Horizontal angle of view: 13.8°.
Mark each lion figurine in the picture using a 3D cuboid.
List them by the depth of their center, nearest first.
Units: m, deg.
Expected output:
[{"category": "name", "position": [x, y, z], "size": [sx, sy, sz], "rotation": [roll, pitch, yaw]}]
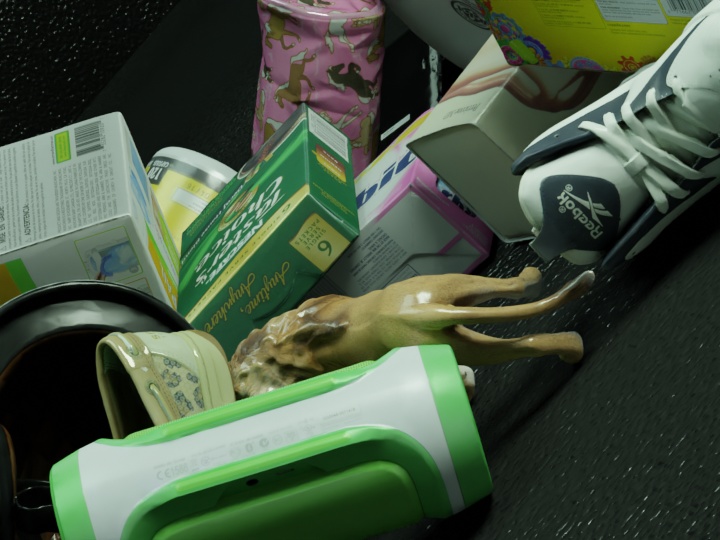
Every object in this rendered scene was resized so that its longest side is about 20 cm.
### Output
[{"category": "lion figurine", "position": [0.020, 0.032, 1.481], "size": [0.200, 0.122, 0.073], "rotation": [-38, 54, 55]}]

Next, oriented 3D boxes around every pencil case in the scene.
[{"category": "pencil case", "position": [-0.032, -0.091, 1.894], "size": [0.083, 0.086, 0.201], "rotation": [-118, 31, -60]}]

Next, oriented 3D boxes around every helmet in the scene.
[{"category": "helmet", "position": [-0.148, 0.114, 1.634], "size": [0.200, 0.200, 0.191], "rotation": [-46, 26, 9]}]

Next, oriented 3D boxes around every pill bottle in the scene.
[{"category": "pill bottle", "position": [-0.141, 0.024, 2.047], "size": [0.201, 0.112, 0.112], "rotation": [-60, 15, -14]}]

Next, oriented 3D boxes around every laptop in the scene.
[{"category": "laptop", "position": [0.038, -0.103, 2.088], "size": [0.177, 0.103, 0.201], "rotation": [-37, 42, 43]}]

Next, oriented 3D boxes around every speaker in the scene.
[{"category": "speaker", "position": [-0.042, 0.098, 1.406], "size": [0.199, 0.089, 0.088], "rotation": [-17, 15, 0]}]

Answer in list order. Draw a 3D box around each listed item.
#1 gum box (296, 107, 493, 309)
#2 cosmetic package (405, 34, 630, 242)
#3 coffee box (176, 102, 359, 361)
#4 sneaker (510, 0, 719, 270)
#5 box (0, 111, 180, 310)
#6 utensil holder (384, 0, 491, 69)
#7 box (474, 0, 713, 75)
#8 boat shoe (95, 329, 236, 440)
[{"category": "gum box", "position": [0.000, 0.000, 1.773], "size": [0.200, 0.066, 0.114], "rotation": [-43, 14, 24]}, {"category": "cosmetic package", "position": [0.128, -0.121, 1.662], "size": [0.200, 0.087, 0.103], "rotation": [-53, 15, -19]}, {"category": "coffee box", "position": [-0.056, -0.021, 1.766], "size": [0.123, 0.044, 0.200], "rotation": [-47, 14, 14]}, {"category": "sneaker", "position": [0.138, -0.055, 1.417], "size": [0.130, 0.080, 0.199], "rotation": [-45, 10, -20]}, {"category": "box", "position": [-0.156, 0.025, 1.793], "size": [0.101, 0.201, 0.113], "rotation": [-17, 38, 4]}, {"category": "utensil holder", "position": [0.119, -0.232, 1.851], "size": [0.200, 0.170, 0.170], "rotation": [-55, 14, -17]}, {"category": "box", "position": [0.175, -0.207, 1.517], "size": [0.199, 0.122, 0.193], "rotation": [7, 51, 41]}, {"category": "boat shoe", "position": [-0.092, 0.127, 1.489], "size": [0.073, 0.062, 0.201], "rotation": [-36, 60, 44]}]
